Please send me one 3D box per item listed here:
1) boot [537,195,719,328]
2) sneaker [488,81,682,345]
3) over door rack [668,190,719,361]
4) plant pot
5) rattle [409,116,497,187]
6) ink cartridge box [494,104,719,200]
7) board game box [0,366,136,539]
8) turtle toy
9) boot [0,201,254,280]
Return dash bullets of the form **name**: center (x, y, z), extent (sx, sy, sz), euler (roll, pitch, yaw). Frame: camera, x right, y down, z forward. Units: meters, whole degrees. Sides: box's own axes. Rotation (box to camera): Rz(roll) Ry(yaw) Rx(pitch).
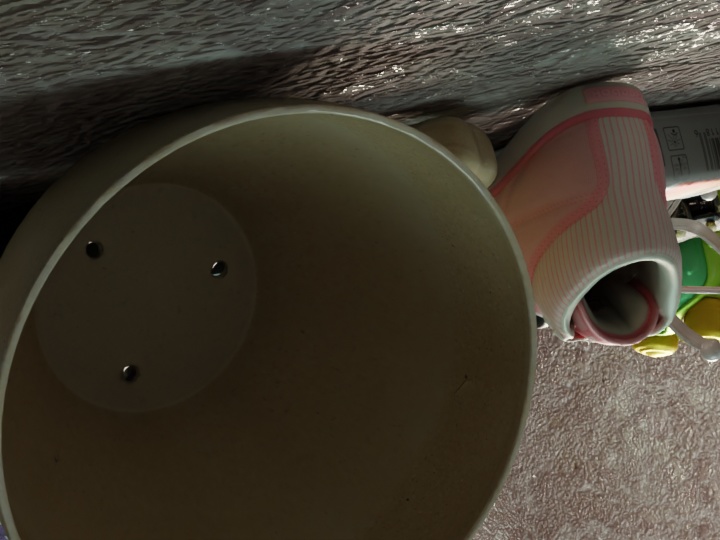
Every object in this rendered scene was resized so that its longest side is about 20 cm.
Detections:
- **boot**: center (0.164, -0.029, 1.091), extent (0.153, 0.074, 0.204), euler (-15, -167, 2)
- **sneaker**: center (0.091, 0.003, 0.804), extent (0.075, 0.105, 0.200), euler (-5, 156, -22)
- **over door rack**: center (0.239, -0.021, 0.962), extent (0.200, 0.067, 0.148), euler (-14, -148, 52)
- **plant pot**: center (-0.055, 0.026, 0.607), extent (0.200, 0.201, 0.134), euler (-11, -159, -26)
- **rattle**: center (0.015, 0.007, 0.783), extent (0.130, 0.143, 0.200), euler (-32, 174, -12)
- **ink cartridge box**: center (0.113, -0.046, 0.966), extent (0.162, 0.050, 0.200), euler (-10, 172, -39)
- **board game box**: center (-0.127, 0.058, 0.823), extent (0.200, 0.032, 0.120), euler (-37, -148, 21)
- **turtle toy**: center (0.209, -0.012, 1.261), extent (0.101, 0.146, 0.200), euler (12, 166, -21)
- **boot**: center (-0.147, 0.015, 0.735), extent (0.168, 0.077, 0.200), euler (-7, 167, -29)
